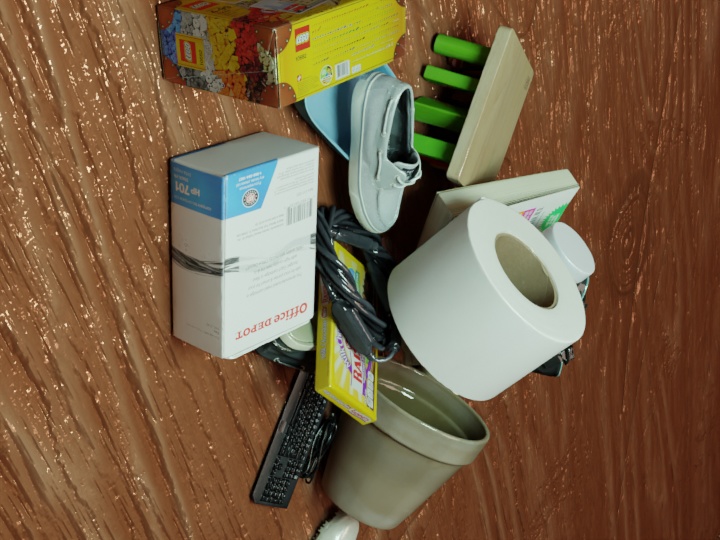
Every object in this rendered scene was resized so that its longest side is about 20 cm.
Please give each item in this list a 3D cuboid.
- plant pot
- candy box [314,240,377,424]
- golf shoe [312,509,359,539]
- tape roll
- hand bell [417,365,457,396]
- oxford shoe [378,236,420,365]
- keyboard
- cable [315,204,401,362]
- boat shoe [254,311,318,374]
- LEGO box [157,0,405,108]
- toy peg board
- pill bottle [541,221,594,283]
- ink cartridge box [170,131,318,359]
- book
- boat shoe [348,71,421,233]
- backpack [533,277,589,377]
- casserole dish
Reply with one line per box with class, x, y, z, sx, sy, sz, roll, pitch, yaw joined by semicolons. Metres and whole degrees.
plant pot;0.042;0.235;1.515;0.200;0.200;0.174;8;116;-57
candy box;-0.014;0.073;1.373;0.102;0.026;0.200;39;41;-43
golf shoe;-0.034;0.425;1.558;0.078;0.097;0.200;42;69;-53
tape roll;0.150;0.036;1.376;0.139;0.203;0.203;-40;161;31
hand bell;0.099;0.067;1.603;0.104;0.104;0.200;-37;123;-41
oxford shoe;0.050;0.049;1.520;0.070;0.075;0.200;-82;150;-62
keyboard;-0.064;0.207;1.457;0.104;0.040;0.200;25;86;-56
cable;0.000;0.000;1.363;0.200;0.051;0.163;58;30;-20
boat shoe;-0.056;0.094;1.393;0.066;0.075;0.199;-35;158;23
LEGO box;-0.072;-0.232;1.125;0.200;0.149;0.077;-32;130;-45
toy peg board;0.138;-0.207;1.518;0.200;0.098;0.199;-70;163;-1
pill bottle;0.206;0.024;1.525;0.200;0.112;0.112;-39;161;31
ink cartridge box;-0.120;-0.029;1.213;0.146;0.086;0.200;-24;126;-48
book;0.174;-0.062;1.509;0.200;0.048;0.134;-15;149;-27
boat shoe;0.032;-0.128;1.332;0.070;0.071;0.201;-34;133;-42
backpack;0.235;0.052;1.700;0.200;0.153;0.176;-100;-159;-81
casserole dish;-0.018;-0.200;1.322;0.121;0.039;0.200;-64;147;-11
